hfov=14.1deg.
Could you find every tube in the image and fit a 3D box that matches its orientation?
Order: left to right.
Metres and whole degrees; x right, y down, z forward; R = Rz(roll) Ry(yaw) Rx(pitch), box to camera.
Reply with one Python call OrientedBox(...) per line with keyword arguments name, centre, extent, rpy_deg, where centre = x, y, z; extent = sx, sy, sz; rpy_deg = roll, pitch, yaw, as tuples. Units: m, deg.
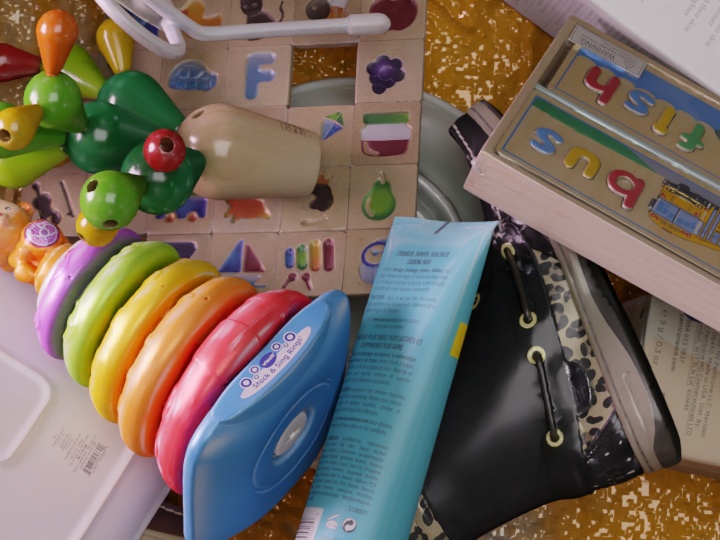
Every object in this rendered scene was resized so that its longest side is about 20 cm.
OrientedBox(name="tube", centre=(0.010, 0.070, 1.330), extent=(0.050, 0.077, 0.201), rpy_deg=(25, 77, -40))

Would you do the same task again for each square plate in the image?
OrientedBox(name="square plate", centre=(-0.180, 0.065, 1.366), extent=(0.198, 0.028, 0.200), rpy_deg=(31, 53, 0))

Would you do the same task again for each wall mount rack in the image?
OrientedBox(name="wall mount rack", centre=(-0.084, -0.165, 1.403), extent=(0.173, 0.200, 0.075), rpy_deg=(34, 108, -34))

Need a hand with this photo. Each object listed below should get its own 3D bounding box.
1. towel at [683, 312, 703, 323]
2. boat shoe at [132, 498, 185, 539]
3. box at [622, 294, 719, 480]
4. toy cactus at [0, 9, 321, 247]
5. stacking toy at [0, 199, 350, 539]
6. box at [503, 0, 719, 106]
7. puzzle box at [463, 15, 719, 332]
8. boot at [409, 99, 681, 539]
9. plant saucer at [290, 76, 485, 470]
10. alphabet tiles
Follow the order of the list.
OrientedBox(name="towel", centre=(0.249, 0.014, 1.434), extent=(0.199, 0.147, 0.024), rpy_deg=(12, 107, -4))
OrientedBox(name="boat shoe", centre=(-0.157, 0.081, 1.414), extent=(0.199, 0.072, 0.072), rpy_deg=(23, 83, 2))
OrientedBox(name="box", centre=(0.223, 0.071, 1.448), extent=(0.199, 0.095, 0.078), rpy_deg=(12, 84, -4))
OrientedBox(name="toy cactus", centre=(-0.100, -0.070, 1.370), extent=(0.164, 0.200, 0.103), rpy_deg=(7, 101, -17))
OrientedBox(name="stacking toy", centre=(-0.108, 0.022, 1.356), extent=(0.200, 0.110, 0.116), rpy_deg=(34, 60, 18))
OrientedBox(name="box", centre=(0.179, -0.145, 1.464), extent=(0.200, 0.097, 0.125), rpy_deg=(36, 81, -1))
OrientedBox(name="puzzle box", centre=(0.158, -0.033, 1.364), extent=(0.199, 0.025, 0.133), rpy_deg=(29, 41, 4))
OrientedBox(name="boot", centre=(0.046, 0.033, 1.388), extent=(0.153, 0.073, 0.204), rpy_deg=(-28, 69, 7))
OrientedBox(name="plant saucer", centre=(0.000, 0.000, 1.450), extent=(0.199, 0.050, 0.201), rpy_deg=(1, 84, -7))
OrientedBox(name="alphabet tiles", centre=(-0.068, -0.063, 1.426), extent=(0.199, 0.008, 0.168), rpy_deg=(-1, 67, 12))
